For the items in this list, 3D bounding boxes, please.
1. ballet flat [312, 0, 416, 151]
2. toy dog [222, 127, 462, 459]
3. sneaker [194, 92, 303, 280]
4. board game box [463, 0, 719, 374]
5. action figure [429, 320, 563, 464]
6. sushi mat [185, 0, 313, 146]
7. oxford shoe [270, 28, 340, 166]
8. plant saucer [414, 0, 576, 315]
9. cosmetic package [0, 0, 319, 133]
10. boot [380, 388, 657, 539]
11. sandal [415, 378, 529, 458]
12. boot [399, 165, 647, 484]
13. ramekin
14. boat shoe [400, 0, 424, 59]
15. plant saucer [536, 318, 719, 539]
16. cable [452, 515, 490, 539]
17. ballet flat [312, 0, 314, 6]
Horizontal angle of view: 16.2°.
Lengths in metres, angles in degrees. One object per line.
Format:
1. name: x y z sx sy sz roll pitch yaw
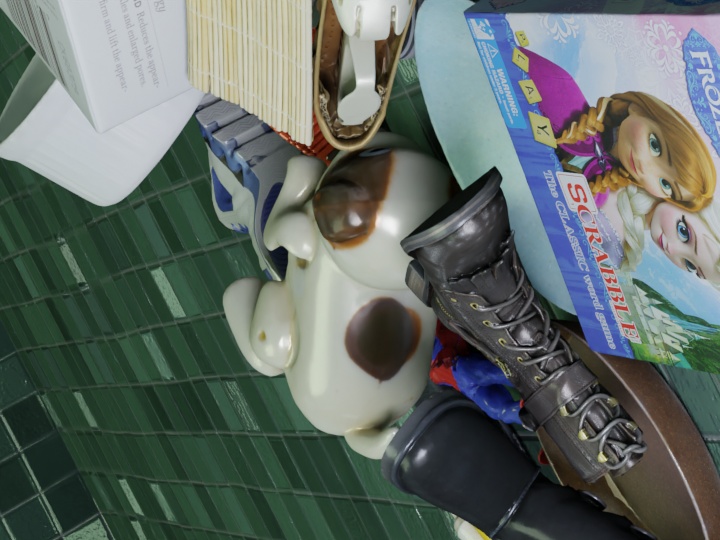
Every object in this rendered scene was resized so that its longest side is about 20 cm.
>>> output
1. ballet flat: 0.006 -0.140 1.431 0.201 0.068 0.063 99 166 -57
2. toy dog: 0.000 0.000 1.619 0.195 0.138 0.201 -94 17 -44
3. sneaker: -0.060 -0.052 1.870 0.115 0.080 0.200 87 157 -63
4. board game box: 0.154 -0.043 1.224 0.199 0.041 0.201 8 126 56
5. action figure: 0.078 0.074 1.697 0.066 0.051 0.200 64 166 -23
6. sushi mat: -0.065 -0.166 1.439 0.095 0.012 0.201 26 139 25
7. oxford shoe: -0.052 -0.150 1.725 0.200 0.071 0.072 54 -170 16
8. plant saucer: 0.099 -0.071 1.411 0.201 0.039 0.201 53 162 25
9. cosmetic package: -0.125 -0.225 1.548 0.165 0.199 0.166 48 160 40
10. boot: 0.120 0.154 1.426 0.200 0.066 0.165 37 -176 25
11. sandal: 0.088 0.120 1.762 0.076 0.043 0.201 88 159 -43
12. boot: 0.101 0.039 1.420 0.174 0.069 0.200 51 172 11
13. ramekin: -0.175 -0.145 1.837 0.097 0.201 0.200 33 170 -16
14. boat shoe: 0.004 -0.194 1.467 0.069 0.056 0.201 50 159 34
15. plant saucer: 0.163 0.112 1.520 0.201 0.034 0.201 52 160 28
16. cable: 0.130 0.231 1.780 0.200 0.050 0.097 51 165 32
17. ballet flat: -0.055 -0.197 1.451 0.072 0.071 0.201 47 153 40
